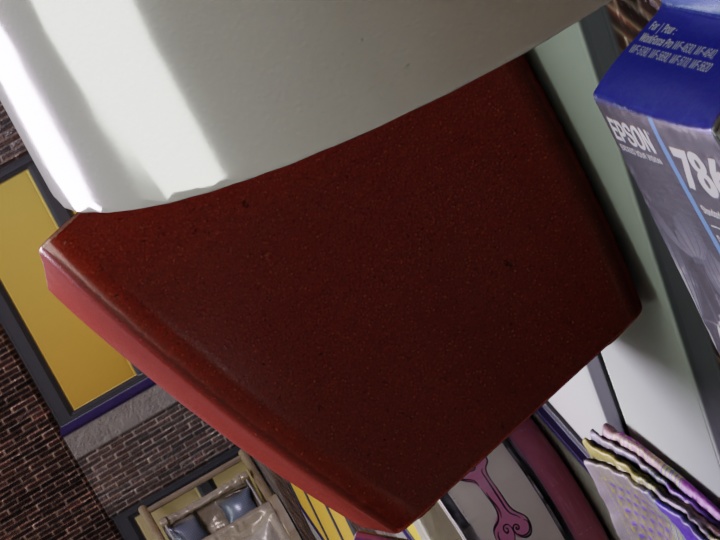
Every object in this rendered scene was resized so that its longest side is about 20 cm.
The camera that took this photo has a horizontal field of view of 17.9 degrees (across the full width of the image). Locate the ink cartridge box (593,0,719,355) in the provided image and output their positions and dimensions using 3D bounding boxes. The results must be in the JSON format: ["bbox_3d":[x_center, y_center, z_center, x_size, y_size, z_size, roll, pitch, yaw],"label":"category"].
[{"bbox_3d":[0.123,-0.005,0.670,0.200,0.039,0.099,63,172,-14],"label":"ink cartridge box"}]

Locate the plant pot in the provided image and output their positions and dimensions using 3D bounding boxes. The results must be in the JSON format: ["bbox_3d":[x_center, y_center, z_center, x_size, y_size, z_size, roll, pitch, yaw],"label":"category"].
[{"bbox_3d":[0.000,0.000,0.952,0.176,0.200,0.200,49,172,-1],"label":"plant pot"}]

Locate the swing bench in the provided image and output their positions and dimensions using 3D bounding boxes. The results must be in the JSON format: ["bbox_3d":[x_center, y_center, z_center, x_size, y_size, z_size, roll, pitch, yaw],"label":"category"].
[{"bbox_3d":[-0.212,0.419,3.588,0.200,0.199,0.130,49,166,53],"label":"swing bench"}]

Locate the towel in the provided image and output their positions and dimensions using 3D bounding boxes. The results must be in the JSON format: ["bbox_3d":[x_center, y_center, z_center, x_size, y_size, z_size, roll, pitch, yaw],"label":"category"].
[{"bbox_3d":[0.165,0.156,1.018,0.144,0.023,0.200,64,171,-21],"label":"towel"}]

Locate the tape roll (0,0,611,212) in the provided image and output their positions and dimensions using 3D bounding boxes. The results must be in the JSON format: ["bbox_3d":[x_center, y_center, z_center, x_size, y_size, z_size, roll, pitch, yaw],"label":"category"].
[{"bbox_3d":[-0.004,-0.094,0.571,0.071,0.202,0.202,63,171,-16],"label":"tape roll"}]

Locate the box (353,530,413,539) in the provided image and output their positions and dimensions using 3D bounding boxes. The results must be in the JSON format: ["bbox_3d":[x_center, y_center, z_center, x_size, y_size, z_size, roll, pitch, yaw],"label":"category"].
[{"bbox_3d":[0.084,0.209,0.965,0.175,0.097,0.200,8,149,17],"label":"box"}]

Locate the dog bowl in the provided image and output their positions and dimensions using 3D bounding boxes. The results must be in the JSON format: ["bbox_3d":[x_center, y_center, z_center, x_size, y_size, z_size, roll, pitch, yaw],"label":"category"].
[{"bbox_3d":[0.088,0.157,1.309,0.200,0.074,0.200,58,172,13],"label":"dog bowl"}]
